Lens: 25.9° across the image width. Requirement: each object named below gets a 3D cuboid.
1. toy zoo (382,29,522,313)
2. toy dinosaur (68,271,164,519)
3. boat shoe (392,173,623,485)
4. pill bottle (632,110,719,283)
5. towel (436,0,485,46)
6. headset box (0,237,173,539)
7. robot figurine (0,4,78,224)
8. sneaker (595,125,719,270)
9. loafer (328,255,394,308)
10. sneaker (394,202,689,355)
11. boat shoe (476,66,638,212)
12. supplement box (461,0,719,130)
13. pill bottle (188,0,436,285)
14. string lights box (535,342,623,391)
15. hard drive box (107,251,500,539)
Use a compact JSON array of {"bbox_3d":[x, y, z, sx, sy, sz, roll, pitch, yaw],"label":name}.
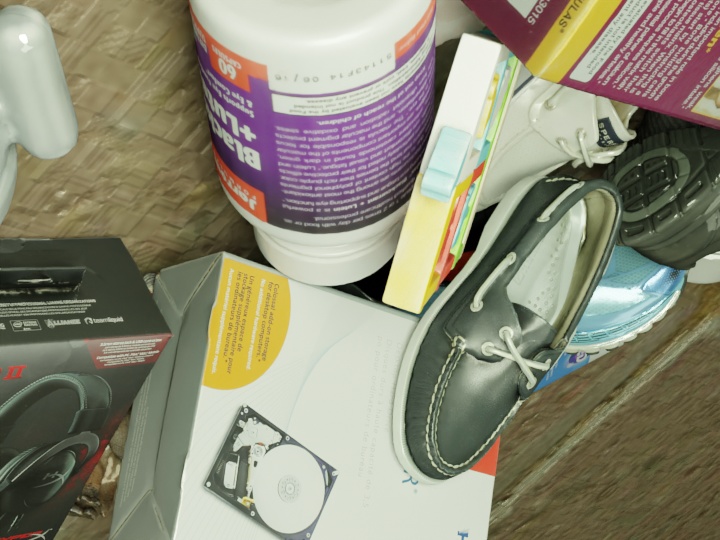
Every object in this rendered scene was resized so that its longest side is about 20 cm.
[{"bbox_3d":[0.049,-0.054,0.783,0.200,0.020,0.132,-43,151,-75],"label":"toy zoo"},{"bbox_3d":[-0.117,0.088,0.942,0.085,0.136,0.200,19,157,-9],"label":"toy dinosaur"},{"bbox_3d":[0.083,0.028,0.865,0.076,0.060,0.201,38,66,-32],"label":"boat shoe"},{"bbox_3d":[0.240,-0.092,0.992,0.113,0.114,0.200,-14,144,-30],"label":"pill bottle"},{"bbox_3d":[0.111,-0.212,0.779,0.199,0.032,0.191,-22,148,-19],"label":"towel"},{"bbox_3d":[-0.202,0.064,0.818,0.148,0.077,0.200,-2,138,-42],"label":"headset box"},{"bbox_3d":[-0.197,-0.066,0.603,0.169,0.113,0.200,-2,145,0],"label":"robot figurine"},{"bbox_3d":[0.236,-0.064,0.899,0.199,0.076,0.091,-27,143,28],"label":"sneaker"},{"bbox_3d":[0.000,0.000,0.929,0.068,0.071,0.201,-15,145,-28],"label":"loafer"},{"bbox_3d":[0.107,0.000,0.981,0.199,0.079,0.090,-8,138,6],"label":"sneaker"},{"bbox_3d":[0.130,-0.096,0.921,0.200,0.070,0.071,-44,149,14],"label":"boat shoe"},{"bbox_3d":[0.150,-0.156,0.757,0.199,0.103,0.131,8,125,-48],"label":"supplement box"},{"bbox_3d":[-0.019,-0.082,0.755,0.111,0.112,0.200,-25,148,-15],"label":"pill bottle"},{"bbox_3d":[0.093,0.051,1.104,0.199,0.059,0.103,-26,149,-14],"label":"string lights box"},{"bbox_3d":[-0.024,0.094,0.866,0.199,0.157,0.077,18,161,-32],"label":"hard drive box"}]
